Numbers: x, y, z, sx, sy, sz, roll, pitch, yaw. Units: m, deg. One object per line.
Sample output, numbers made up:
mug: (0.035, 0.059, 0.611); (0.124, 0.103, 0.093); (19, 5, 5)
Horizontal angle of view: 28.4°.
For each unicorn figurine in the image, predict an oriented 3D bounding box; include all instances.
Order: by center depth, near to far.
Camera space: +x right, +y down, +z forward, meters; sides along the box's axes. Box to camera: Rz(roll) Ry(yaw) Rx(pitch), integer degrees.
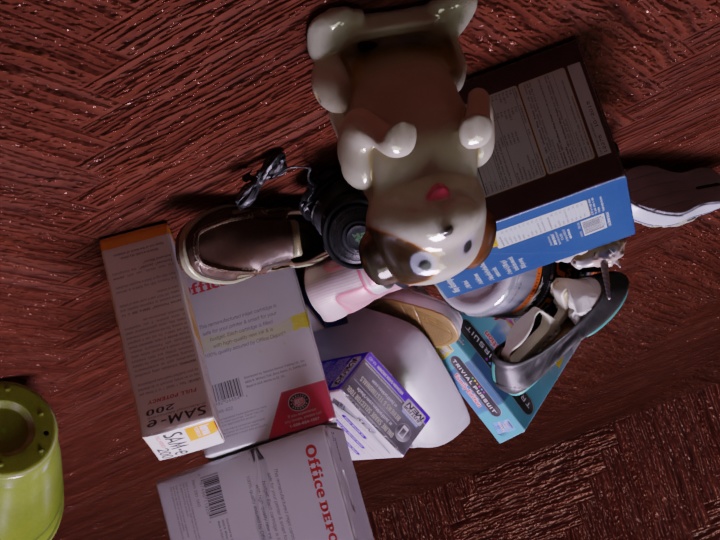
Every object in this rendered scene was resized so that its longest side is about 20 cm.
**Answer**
unicorn figurine: (0.219, -0.031, 1.471); (0.136, 0.075, 0.200); (8, -169, 23)

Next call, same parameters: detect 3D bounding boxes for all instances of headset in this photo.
headset: (-0.025, -0.044, 1.343); (0.094, 0.124, 0.200); (-45, 127, 7)

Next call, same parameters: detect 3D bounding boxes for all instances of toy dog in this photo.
toy dog: (0.031, -0.087, 1.107); (0.138, 0.202, 0.194); (-7, 161, -25)

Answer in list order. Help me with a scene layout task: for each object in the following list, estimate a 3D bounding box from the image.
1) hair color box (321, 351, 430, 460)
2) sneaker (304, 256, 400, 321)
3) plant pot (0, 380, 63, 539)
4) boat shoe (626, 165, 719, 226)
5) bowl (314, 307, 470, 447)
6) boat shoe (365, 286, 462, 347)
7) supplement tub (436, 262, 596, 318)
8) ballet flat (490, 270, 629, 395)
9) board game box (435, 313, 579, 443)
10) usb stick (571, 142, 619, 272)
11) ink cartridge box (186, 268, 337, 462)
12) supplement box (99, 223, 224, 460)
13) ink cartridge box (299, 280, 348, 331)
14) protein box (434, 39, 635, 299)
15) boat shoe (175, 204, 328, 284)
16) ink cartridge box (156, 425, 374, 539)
hair color box: (-0.019, 0.160, 1.639); (0.065, 0.109, 0.199); (-50, -164, -25)
sneaker: (0.000, 0.000, 1.521); (0.104, 0.076, 0.200); (-24, 180, 20)
plant pot: (-0.448, 0.237, 1.745); (0.198, 0.202, 0.193); (-7, 149, -27)
boat shoe: (0.349, -0.075, 1.631); (0.199, 0.072, 0.062); (-4, 148, -41)
bowl: (0.016, 0.133, 1.707); (0.199, 0.075, 0.201); (16, 146, 41)
boat shoe: (0.052, 0.038, 1.675); (0.199, 0.071, 0.069); (10, -135, 46)
supplement tub: (0.183, -0.005, 1.643); (0.122, 0.124, 0.199); (-28, 160, 35)
ballet flat: (0.221, 0.056, 1.579); (0.200, 0.068, 0.069); (-43, 130, -14)
board game box: (0.178, 0.088, 1.737); (0.047, 0.151, 0.200); (-32, -169, 41)
usb stick: (0.251, -0.068, 1.539); (0.055, 0.033, 0.201); (-2, 141, 7)
ink cartridge box: (-0.118, 0.089, 1.527); (0.144, 0.202, 0.083); (-15, 166, -2)
supplement box: (-0.194, 0.073, 1.399); (0.073, 0.202, 0.126); (-14, 163, -5)
ink cartridge box: (-0.115, 0.057, 1.630); (0.198, 0.040, 0.100); (-15, -163, -2)
protein box: (0.137, -0.086, 1.321); (0.198, 0.136, 0.199); (-19, 163, 9)
boat shoe: (-0.089, -0.033, 1.378); (0.074, 0.076, 0.201); (-10, -178, 39)
ink cartridge box: (-0.096, 0.260, 1.487); (0.198, 0.148, 0.084); (-19, 168, 12)
